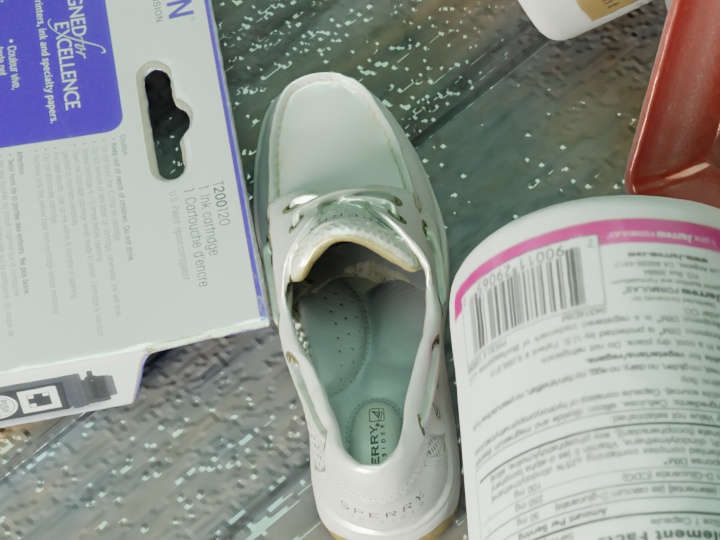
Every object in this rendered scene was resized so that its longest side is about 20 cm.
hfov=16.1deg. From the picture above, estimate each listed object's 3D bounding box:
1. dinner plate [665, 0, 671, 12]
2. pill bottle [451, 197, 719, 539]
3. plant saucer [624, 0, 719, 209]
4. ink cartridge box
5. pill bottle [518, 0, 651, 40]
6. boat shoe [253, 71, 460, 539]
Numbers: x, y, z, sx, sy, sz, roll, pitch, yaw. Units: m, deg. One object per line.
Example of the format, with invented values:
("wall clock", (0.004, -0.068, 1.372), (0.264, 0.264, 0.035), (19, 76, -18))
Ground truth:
("dinner plate", (0.219, -0.125, 0.997), (0.200, 0.024, 0.200), (-4, 52, 4))
("pill bottle", (0.092, 0.087, 0.832), (0.113, 0.113, 0.200), (-4, 60, 1))
("plant saucer", (0.197, -0.085, 0.859), (0.199, 0.200, 0.037), (27, 22, 39))
("ink cartridge box", (-0.144, -0.034, 0.968), (0.200, 0.043, 0.198), (-11, 59, -1))
("pill bottle", (0.138, -0.178, 0.963), (0.200, 0.114, 0.115), (-25, 58, 13))
("boat shoe", (0.000, 0.000, 0.924), (0.071, 0.069, 0.200), (-12, 58, -1))
